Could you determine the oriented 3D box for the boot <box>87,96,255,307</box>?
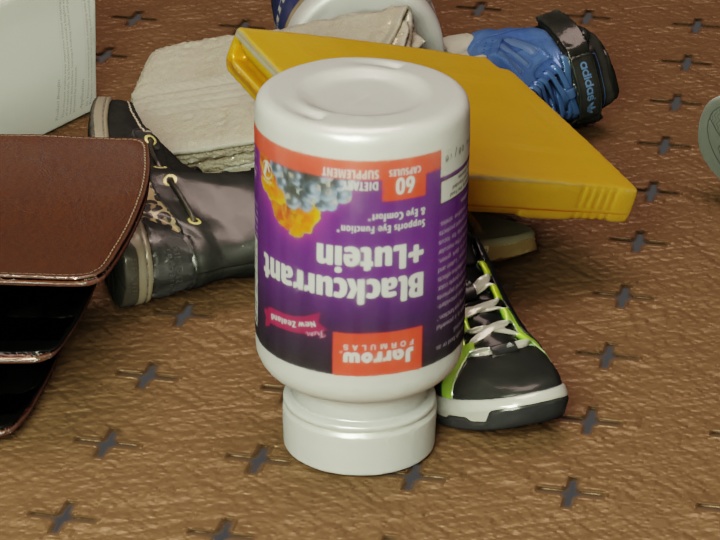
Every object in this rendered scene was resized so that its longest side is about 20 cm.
[{"bbox_3d":[-0.089,-0.047,1.752,0.150,0.073,0.200,-5,29,-9],"label":"boot"}]

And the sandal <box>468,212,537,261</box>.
[{"bbox_3d":[0.026,-0.048,1.781,0.080,0.054,0.200,-17,30,-34],"label":"sandal"}]

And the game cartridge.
[{"bbox_3d":[0.042,-0.085,1.721,0.199,0.033,0.176,5,28,-34],"label":"game cartridge"}]

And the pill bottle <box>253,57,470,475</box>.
[{"bbox_3d":[0.000,0.000,1.495,0.111,0.201,0.111,0,24,0],"label":"pill bottle"}]

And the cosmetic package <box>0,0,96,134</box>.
[{"bbox_3d":[-0.262,-0.135,1.899,0.081,0.113,0.200,16,26,29],"label":"cosmetic package"}]

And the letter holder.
[{"bbox_3d":[-0.188,0.005,1.590,0.142,0.101,0.200,0,24,4],"label":"letter holder"}]

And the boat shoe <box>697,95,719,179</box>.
[{"bbox_3d":[0.311,-0.065,1.815,0.201,0.075,0.065,17,22,23],"label":"boat shoe"}]

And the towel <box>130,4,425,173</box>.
[{"bbox_3d":[-0.061,-0.111,1.858,0.199,0.035,0.133,-7,38,20],"label":"towel"}]

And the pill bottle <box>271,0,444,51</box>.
[{"bbox_3d":[-0.006,-0.181,2.008,0.111,0.111,0.200,-1,24,-5],"label":"pill bottle"}]

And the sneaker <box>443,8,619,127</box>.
[{"bbox_3d":[0.122,-0.120,1.915,0.111,0.077,0.200,-11,19,-4],"label":"sneaker"}]

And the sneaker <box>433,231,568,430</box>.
[{"bbox_3d":[0.047,0.021,1.592,0.072,0.083,0.200,-12,27,-25],"label":"sneaker"}]
